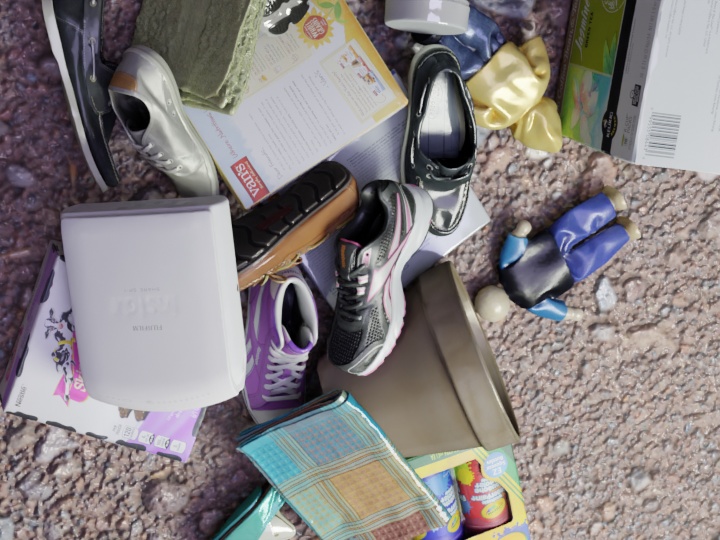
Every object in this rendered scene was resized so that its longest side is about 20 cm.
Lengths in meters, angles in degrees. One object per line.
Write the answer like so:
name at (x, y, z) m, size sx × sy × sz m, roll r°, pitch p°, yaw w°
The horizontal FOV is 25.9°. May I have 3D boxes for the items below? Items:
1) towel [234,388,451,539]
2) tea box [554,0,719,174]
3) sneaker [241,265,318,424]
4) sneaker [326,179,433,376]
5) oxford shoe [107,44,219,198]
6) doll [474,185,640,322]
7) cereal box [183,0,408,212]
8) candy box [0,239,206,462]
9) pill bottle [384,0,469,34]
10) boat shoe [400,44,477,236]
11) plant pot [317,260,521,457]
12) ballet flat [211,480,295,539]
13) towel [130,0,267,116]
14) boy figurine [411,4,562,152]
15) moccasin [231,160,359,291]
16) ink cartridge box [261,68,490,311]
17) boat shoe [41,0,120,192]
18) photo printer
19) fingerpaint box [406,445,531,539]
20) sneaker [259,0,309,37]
towel at (-0.017, 0.216, 1.612) m, size 0.146 × 0.022 × 0.201 m, roll -26°, pitch 117°, yaw 26°
tea box at (0.308, -0.218, 1.613) m, size 0.132 × 0.197 × 0.203 m, roll 5°, pitch 102°, yaw -19°
sneaker at (-0.082, 0.091, 1.613) m, size 0.072 × 0.114 × 0.203 m, roll -8°, pitch 111°, yaw -16°
sneaker at (0.000, 0.000, 1.561) m, size 0.086 × 0.080 × 0.203 m, roll 22°, pitch 81°, yaw -52°
oxford shoe at (-0.194, -0.127, 1.519) m, size 0.058 × 0.075 × 0.201 m, roll -53°, pitch 142°, yaw -29°
doll at (0.213, -0.005, 1.719) m, size 0.199 × 0.048 × 0.137 m, roll -32°, pitch 111°, yaw -8°
cereal box at (-0.072, -0.172, 1.564) m, size 0.199 × 0.040 × 0.145 m, roll -33°, pitch 90°, yaw -6°
candy box at (-0.244, 0.083, 1.581) m, size 0.198 × 0.072 × 0.170 m, roll 18°, pitch 98°, yaw -21°
pill bottle at (0.074, -0.338, 1.534) m, size 0.111 × 0.113 × 0.203 m, roll 5°, pitch 91°, yaw -19°
boat shoe at (0.085, -0.123, 1.586) m, size 0.073 × 0.066 × 0.202 m, roll -3°, pitch 110°, yaw -15°
plant pot at (0.053, 0.114, 1.638) m, size 0.172 × 0.200 × 0.202 m, roll -22°, pitch 111°, yaw 6°
ballet flat at (-0.084, 0.245, 1.674) m, size 0.070 × 0.067 × 0.201 m, roll 38°, pitch 89°, yaw -2°
towel at (-0.148, -0.257, 1.495) m, size 0.036 × 0.147 × 0.203 m, roll 0°, pitch 107°, yaw -55°
boy figurine at (0.149, -0.204, 1.638) m, size 0.200 × 0.064 × 0.125 m, roll 41°, pitch 91°, yaw -24°
moccasin at (-0.085, -0.027, 1.555) m, size 0.201 × 0.073 × 0.078 m, roll -40°, pitch 140°, yaw -20°
ink cartridge box at (0.007, -0.075, 1.638) m, size 0.199 × 0.041 × 0.201 m, roll -36°, pitch 110°, yaw -6°
boat shoe at (-0.255, -0.175, 1.509) m, size 0.067 × 0.072 × 0.203 m, roll -13°, pitch 106°, yaw -10°
photo printer at (-0.193, 0.035, 1.482) m, size 0.164 × 0.069 × 0.203 m, roll -2°, pitch 105°, yaw 12°
fingerpaint box at (0.079, 0.265, 1.733) m, size 0.198 × 0.073 × 0.169 m, roll -17°, pitch 108°, yaw -13°
sneaker at (-0.054, -0.319, 1.537) m, size 0.200 × 0.083 × 0.081 m, roll -41°, pitch 150°, yaw -19°
